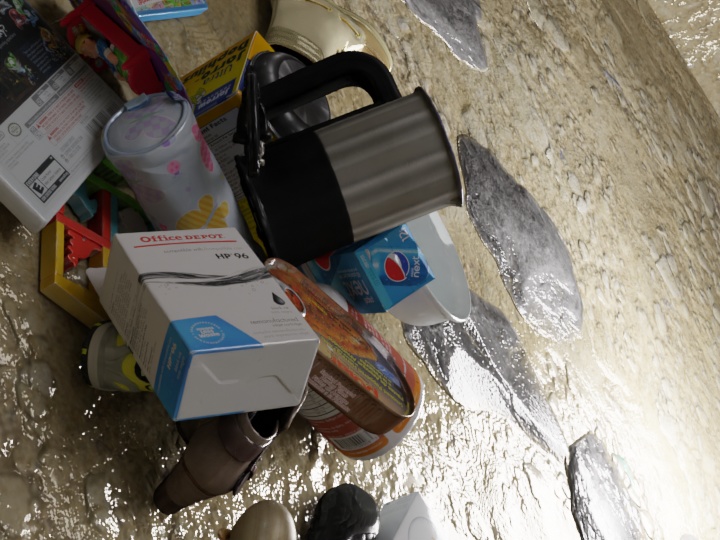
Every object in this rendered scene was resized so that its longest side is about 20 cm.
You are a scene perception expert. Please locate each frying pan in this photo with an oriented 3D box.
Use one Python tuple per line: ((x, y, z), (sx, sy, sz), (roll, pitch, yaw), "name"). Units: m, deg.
((-0.047, -0.133, 1.398), (0.192, 0.031, 0.115), (61, 30, -1), "frying pan")

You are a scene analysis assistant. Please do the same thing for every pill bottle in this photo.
((-0.035, 0.085, 1.382), (0.200, 0.111, 0.113), (47, 33, -31), "pill bottle")

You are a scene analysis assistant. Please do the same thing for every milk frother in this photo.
((-0.018, -0.110, 1.265), (0.200, 0.186, 0.183), (-176, -116, -83), "milk frother")

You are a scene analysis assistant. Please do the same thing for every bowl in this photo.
((0.038, -0.017, 1.596), (0.202, 0.090, 0.202), (54, 20, -29), "bowl")

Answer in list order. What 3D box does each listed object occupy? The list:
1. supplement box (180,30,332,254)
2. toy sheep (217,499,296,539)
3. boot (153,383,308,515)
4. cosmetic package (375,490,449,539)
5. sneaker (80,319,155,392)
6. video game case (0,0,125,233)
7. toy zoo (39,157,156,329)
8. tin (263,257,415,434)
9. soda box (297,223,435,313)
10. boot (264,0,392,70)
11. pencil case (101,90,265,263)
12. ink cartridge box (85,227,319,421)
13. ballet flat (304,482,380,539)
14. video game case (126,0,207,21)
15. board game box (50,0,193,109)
((-0.093, -0.120, 1.450), (0.200, 0.108, 0.110), (48, 32, -29), "supplement box")
((-0.068, 0.287, 1.146), (0.137, 0.136, 0.203), (16, 64, -55), "toy sheep")
((-0.098, 0.124, 1.202), (0.070, 0.146, 0.201), (42, 33, -12), "boot")
((0.068, 0.346, 1.417), (0.201, 0.051, 0.151), (58, 31, -12), "cosmetic package")
((-0.147, 0.073, 1.216), (0.199, 0.076, 0.077), (-15, 111, -56), "sneaker")
((-0.291, -0.147, 1.196), (0.182, 0.023, 0.201), (47, 32, -14), "video game case")
((-0.223, -0.020, 1.240), (0.131, 0.020, 0.202), (33, 41, -45), "toy zoo")
((-0.028, 0.069, 1.253), (0.200, 0.042, 0.112), (42, 15, -29), "tin")
((0.000, 0.000, 1.433), (0.064, 0.200, 0.068), (-32, 98, -19), "soda box")
((-0.039, -0.251, 1.686), (0.200, 0.072, 0.157), (42, 35, -34), "boot")
((-0.155, -0.062, 1.263), (0.091, 0.083, 0.201), (38, -20, 47), "pencil case")
((-0.132, 0.026, 1.138), (0.115, 0.069, 0.200), (-4, 36, -34), "ink cartridge box")
((-0.029, 0.260, 1.338), (0.066, 0.057, 0.200), (34, 25, 2), "ballet flat")
((-0.242, -0.356, 1.482), (0.202, 0.018, 0.143), (64, 27, -1), "video game case")
((-0.224, -0.192, 1.273), (0.159, 0.039, 0.200), (54, -14, -14), "board game box")
